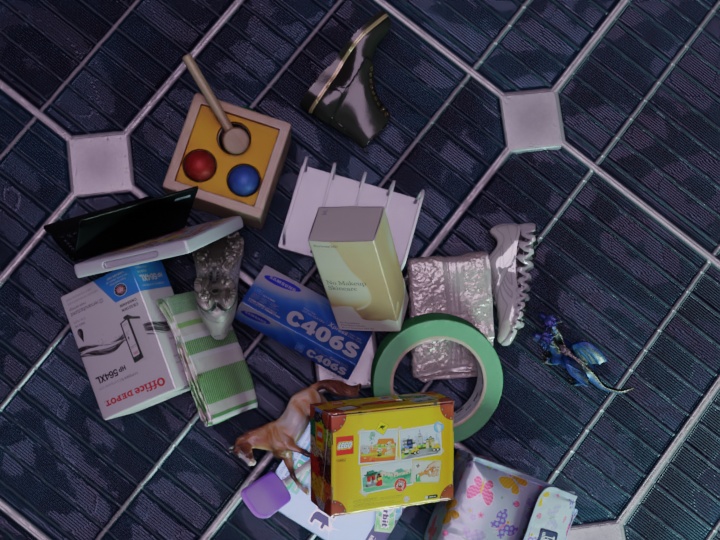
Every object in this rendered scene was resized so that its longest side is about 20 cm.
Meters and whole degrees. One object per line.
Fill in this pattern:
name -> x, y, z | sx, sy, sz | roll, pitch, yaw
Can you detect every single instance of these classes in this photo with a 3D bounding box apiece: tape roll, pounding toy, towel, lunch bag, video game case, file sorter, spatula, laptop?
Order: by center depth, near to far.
laptop -> -0.354, -0.090, 1.494 | 0.177, 0.200, 0.103 | -19, 125, -28
video game case -> -0.290, -0.037, 1.496 | 0.182, 0.200, 0.023 | -12, 99, 18
spatula -> -0.084, 0.298, 1.535 | 0.200, 0.021, 0.057 | -35, 80, -8
towel -> -0.226, 0.126, 1.539 | 0.023, 0.153, 0.200 | -25, 84, 25
lunch bag -> 0.218, 0.381, 1.540 | 0.200, 0.127, 0.170 | 24, 83, -7
tape roll -> 0.116, 0.167, 1.569 | 0.200, 0.048, 0.201 | -1, 101, -4
pounding toy -> -0.210, -0.195, 1.576 | 0.184, 0.142, 0.200 | 18, 82, -2
file sorter -> -0.014, -0.083, 1.585 | 0.200, 0.125, 0.139 | 16, 81, -1
towel -> 0.140, 0.073, 1.594 | 0.132, 0.034, 0.200 | -5, 100, -6

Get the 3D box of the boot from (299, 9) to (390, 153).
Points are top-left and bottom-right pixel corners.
boot -> 0.017, -0.303, 1.648 | 0.138, 0.077, 0.200 | 38, 95, -2

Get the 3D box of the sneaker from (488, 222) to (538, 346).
sneaker -> 0.231, 0.020, 1.621 | 0.081, 0.075, 0.200 | 7, 80, 11

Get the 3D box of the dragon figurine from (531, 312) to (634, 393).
dragon figurine -> 0.341, 0.143, 1.591 | 0.200, 0.099, 0.059 | 38, 82, 2

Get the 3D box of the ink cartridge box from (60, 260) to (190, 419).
ink cartridge box -> -0.340, 0.104, 1.530 | 0.146, 0.084, 0.200 | -24, 83, 22

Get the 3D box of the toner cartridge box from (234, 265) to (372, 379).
toner cartridge box -> -0.084, 0.079, 1.575 | 0.200, 0.043, 0.095 | 28, 43, 0

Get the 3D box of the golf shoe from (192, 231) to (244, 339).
golf shoe -> -0.219, 0.019, 1.563 | 0.078, 0.097, 0.200 | 2, 40, -1

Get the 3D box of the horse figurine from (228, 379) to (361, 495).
horse figurine -> -0.083, 0.234, 1.526 | 0.132, 0.050, 0.200 | 36, 78, 18

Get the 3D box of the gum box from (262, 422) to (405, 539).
gum box -> -0.027, 0.328, 1.568 | 0.200, 0.045, 0.170 | 31, 81, 2

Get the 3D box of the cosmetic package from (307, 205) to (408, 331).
cosmetic package -> 0.000, 0.000, 1.497 | 0.105, 0.200, 0.071 | 0, 48, 18

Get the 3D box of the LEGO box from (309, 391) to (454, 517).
LEGO box -> 0.032, 0.262, 1.480 | 0.200, 0.077, 0.149 | -2, 95, -24
